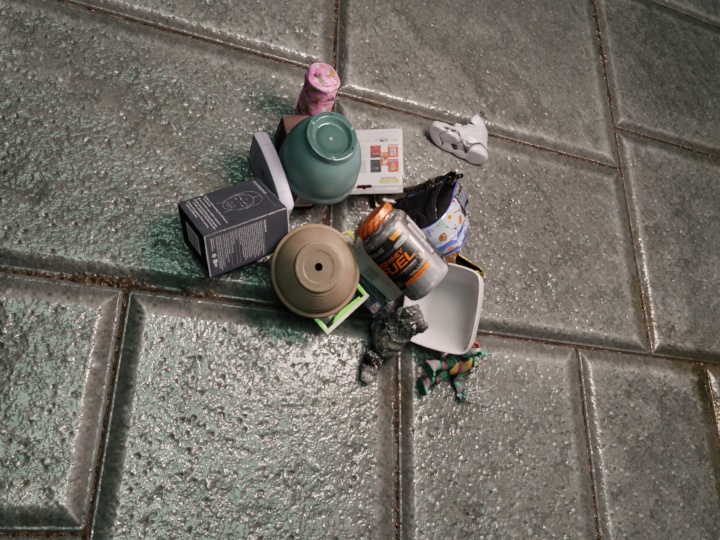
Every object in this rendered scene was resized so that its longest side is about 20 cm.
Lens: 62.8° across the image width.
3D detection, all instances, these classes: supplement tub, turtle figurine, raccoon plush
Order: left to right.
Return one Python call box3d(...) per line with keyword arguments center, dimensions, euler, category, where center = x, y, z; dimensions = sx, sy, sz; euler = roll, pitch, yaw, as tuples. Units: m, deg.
box3d(center=(0.084, 0.169, 1.342), dimensions=(0.095, 0.133, 0.205), euler=(21, 77, -21), category="raccoon plush")
box3d(center=(0.090, -0.044, 1.287), dimensions=(0.200, 0.122, 0.123), euler=(46, 61, -9), category="supplement tub")
box3d(center=(0.237, 0.238, 1.418), dimensions=(0.195, 0.153, 0.101), euler=(-9, 31, -22), category="turtle figurine")

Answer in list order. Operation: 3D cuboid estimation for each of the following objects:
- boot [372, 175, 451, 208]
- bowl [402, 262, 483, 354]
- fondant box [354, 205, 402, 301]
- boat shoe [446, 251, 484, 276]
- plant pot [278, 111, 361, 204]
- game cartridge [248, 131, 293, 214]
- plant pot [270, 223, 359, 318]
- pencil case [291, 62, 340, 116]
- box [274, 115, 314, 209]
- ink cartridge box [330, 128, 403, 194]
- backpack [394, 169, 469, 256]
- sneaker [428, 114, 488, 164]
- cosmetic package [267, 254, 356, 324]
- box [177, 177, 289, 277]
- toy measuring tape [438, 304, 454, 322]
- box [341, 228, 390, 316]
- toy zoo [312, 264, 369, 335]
box3d(center=(0.140, -0.205, 1.517), dimensions=(0.195, 0.138, 0.080), euler=(-5, 72, -23), category="boot")
box3d(center=(0.202, 0.084, 1.404), dimensions=(0.074, 0.196, 0.206), euler=(3, 97, -55), category="bowl")
box3d(center=(0.059, -0.044, 1.413), dimensions=(0.144, 0.058, 0.202), euler=(42, 36, -16), category="fondant box")
box3d(center=(0.227, -0.029, 1.516), dimensions=(0.197, 0.068, 0.073), euler=(30, 43, -8), category="boat shoe")
box3d(center=(-0.080, -0.272, 1.337), dimensions=(0.195, 0.134, 0.206), euler=(6, 69, -16), category="plant pot")
box3d(center=(-0.209, -0.211, 1.377), dimensions=(0.040, 0.133, 0.204), euler=(-18, 79, -19), category="game cartridge")
box3d(center=(-0.094, -0.002, 1.255), dimensions=(0.195, 0.093, 0.207), euler=(1, 84, -8), category="plant pot")
box3d(center=(-0.113, -0.421, 1.455), dimensions=(0.085, 0.200, 0.084), euler=(-26, 80, -26), category="pencil case")
box3d(center=(-0.153, -0.263, 1.438), dimensions=(0.073, 0.100, 0.205), euler=(-4, 72, -22), category="box")
box3d(center=(0.009, -0.253, 1.474), dimensions=(0.194, 0.084, 0.181), euler=(-1, 70, 3), category="ink cartridge box")
box3d(center=(0.167, -0.112, 1.408), dimensions=(0.156, 0.197, 0.192), euler=(55, 34, -17), category="backpack")
box3d(center=(0.285, -0.394, 1.686), dimensions=(0.196, 0.075, 0.117), euler=(25, 63, -18), category="sneaker")
box3d(center=(-0.111, 0.017, 1.369), dimensions=(0.101, 0.071, 0.201), euler=(-41, 90, -29), category="cosmetic package")
box3d(center=(-0.274, -0.099, 1.289), dimensions=(0.197, 0.109, 0.148), euler=(-23, 45, -27), category="box")
box3d(center=(0.205, 0.077, 1.478), dimensions=(0.073, 0.074, 0.202), euler=(-29, 80, -28), category="toy measuring tape")
box3d(center=(0.000, 0.000, 1.399), dimensions=(0.201, 0.038, 0.136), euler=(50, 25, 1), category="box")
box3d(center=(-0.091, 0.023, 1.313), dimensions=(0.131, 0.020, 0.201), euler=(-39, 89, -12), category="toy zoo")
